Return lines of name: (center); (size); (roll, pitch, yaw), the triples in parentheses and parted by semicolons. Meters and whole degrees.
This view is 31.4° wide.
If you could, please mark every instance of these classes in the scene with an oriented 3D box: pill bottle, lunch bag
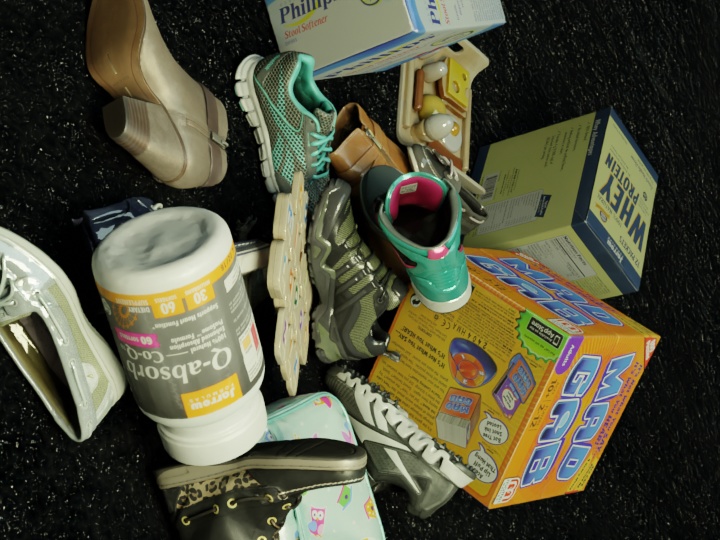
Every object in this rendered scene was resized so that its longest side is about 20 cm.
pill bottle: (-0.144, 0.057, 1.069); (0.116, 0.116, 0.201); (-52, 139, -46)
lunch bag: (-0.060, 0.227, 1.226); (0.160, 0.077, 0.201); (-19, 93, -53)

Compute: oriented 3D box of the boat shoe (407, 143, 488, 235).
boat shoe: (0.103, -0.100, 1.507); (0.200, 0.057, 0.067); (53, 16, -61)

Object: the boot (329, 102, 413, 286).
boot: (0.016, -0.078, 1.416); (0.155, 0.076, 0.201); (52, 37, -37)

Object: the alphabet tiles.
alphabet tiles: (-0.067, 0.012, 1.244); (0.200, 0.015, 0.196); (78, 15, -63)

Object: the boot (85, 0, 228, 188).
boot: (-0.186, -0.176, 1.217); (0.146, 0.070, 0.201); (18, 65, -55)

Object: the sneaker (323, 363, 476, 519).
sneaker: (0.019, 0.177, 1.303); (0.091, 0.200, 0.066); (-51, 152, 0)

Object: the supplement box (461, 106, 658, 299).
supplement box: (0.246, -0.069, 1.616); (0.134, 0.199, 0.201); (47, 46, -33)

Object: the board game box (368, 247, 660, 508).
board game box: (0.158, 0.109, 1.381); (0.199, 0.200, 0.200); (4, 115, -52)

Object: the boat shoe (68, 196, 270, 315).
boat shoe: (-0.168, -0.027, 1.157); (0.199, 0.075, 0.093); (-15, 87, -42)

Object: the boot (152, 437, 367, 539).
boot: (-0.079, 0.228, 1.113); (0.073, 0.199, 0.151); (-13, 94, -73)

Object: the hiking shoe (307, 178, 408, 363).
hiking shoe: (0.000, 0.000, 1.316); (0.076, 0.100, 0.201); (-75, 165, -65)

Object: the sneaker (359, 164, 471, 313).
sneaker: (0.047, -0.063, 1.284); (0.121, 0.083, 0.200); (78, -15, -51)

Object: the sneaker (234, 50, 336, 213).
sneaker: (-0.060, -0.137, 1.336); (0.078, 0.091, 0.201); (-35, 106, -50)

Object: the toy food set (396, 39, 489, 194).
toy food set: (0.115, -0.211, 1.610); (0.143, 0.060, 0.201); (29, 57, -43)

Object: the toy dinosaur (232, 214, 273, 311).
toy dinosaur: (-0.115, 0.005, 1.259); (0.088, 0.047, 0.200); (61, 42, -29)

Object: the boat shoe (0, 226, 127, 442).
boat shoe: (-0.264, 0.048, 1.030); (0.202, 0.074, 0.065); (61, 36, -29)

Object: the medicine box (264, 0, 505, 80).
medicine box: (0.030, -0.290, 1.425); (0.200, 0.182, 0.103); (-21, 95, -53)
